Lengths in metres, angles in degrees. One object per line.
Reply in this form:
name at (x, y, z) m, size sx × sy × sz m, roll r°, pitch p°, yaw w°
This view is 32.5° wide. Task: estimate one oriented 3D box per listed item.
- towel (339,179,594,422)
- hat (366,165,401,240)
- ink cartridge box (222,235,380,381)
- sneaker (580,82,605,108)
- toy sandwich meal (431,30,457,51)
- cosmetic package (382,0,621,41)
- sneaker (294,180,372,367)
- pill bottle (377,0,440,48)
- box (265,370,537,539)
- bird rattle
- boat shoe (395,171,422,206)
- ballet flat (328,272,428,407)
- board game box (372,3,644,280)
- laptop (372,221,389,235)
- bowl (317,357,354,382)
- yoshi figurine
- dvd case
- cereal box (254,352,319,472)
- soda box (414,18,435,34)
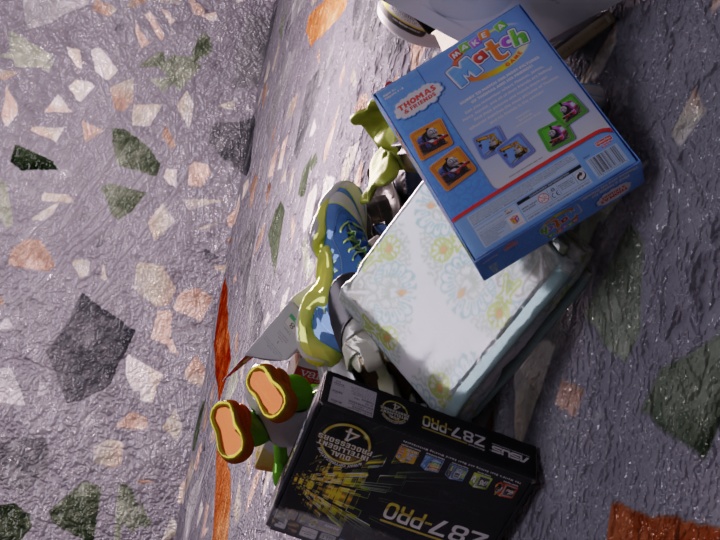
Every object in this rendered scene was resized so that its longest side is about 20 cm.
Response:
towel at (0.090, 0.009, 1.074) m, size 0.201 × 0.048 × 0.172 m, roll -52°, pitch 60°, yaw 18°
hat at (0.010, -0.021, 1.466) m, size 0.200 × 0.080 × 0.204 m, roll 165°, pitch 90°, yaw -78°
ink cartridge box at (-0.056, 0.058, 1.389) m, size 0.160 × 0.050 × 0.200 m, roll -37°, pitch -9°, yaw -42°
sneaker at (0.157, -0.080, 1.109) m, size 0.199 × 0.078 × 0.133 m, roll -31°, pitch 62°, yaw 59°
toy sandwich meal at (0.135, -0.269, 1.345) m, size 0.205 × 0.069 × 0.209 m, roll -167°, pitch 90°, yaw -76°
cosmetic package at (0.122, -0.300, 1.059) m, size 0.199 × 0.197 × 0.125 m, roll -19°, pitch 57°, yaw 52°
sneaker at (0.000, 0.000, 1.245) m, size 0.104 × 0.075 × 0.203 m, roll -7°, pitch 65°, yaw 39°
pill bottle at (0.101, -0.385, 1.506) m, size 0.112 × 0.109 × 0.202 m, roll -94°, pitch 22°, yaw -50°
box at (0.033, 0.188, 1.074) m, size 0.049 × 0.197 × 0.163 m, roll -77°, pitch 10°, yaw -53°
bird rattle at (0.075, -0.130, 1.302) m, size 0.200 × 0.160 × 0.115 m, roll -30°, pitch -51°, yaw -65°
boat shoe at (0.075, -0.149, 1.449) m, size 0.069 × 0.083 × 0.203 m, roll 102°, pitch 169°, yaw -52°
ballet flat at (0.024, 0.099, 1.156) m, size 0.073 × 0.072 × 0.203 m, roll -168°, pitch 57°, yaw -76°
board game box at (0.116, -0.110, 1.010) m, size 0.202 × 0.150 × 0.037 m, roll 61°, pitch -176°, yaw 34°
laptop at (0.050, 0.065, 1.233) m, size 0.187 × 0.114 × 0.204 m, roll -149°, pitch 72°, yaw -87°
bowl at (0.006, 0.126, 1.309) m, size 0.201 × 0.089 × 0.205 m, roll 167°, pitch 90°, yaw -83°
yoshi figurine at (-0.048, 0.154, 1.149) m, size 0.199 × 0.111 × 0.114 m, roll 23°, pitch -104°, yaw -62°
dvd case at (0.127, -0.171, 1.141) m, size 0.199 × 0.016 × 0.149 m, roll -38°, pitch 11°, yaw -8°
cereal box at (-0.034, 0.175, 1.479) m, size 0.040 × 0.141 × 0.202 m, roll -94°, pitch 21°, yaw -49°
soda box at (0.126, -0.336, 1.265) m, size 0.199 × 0.063 × 0.071 m, roll -34°, pitch 34°, yaw 22°
